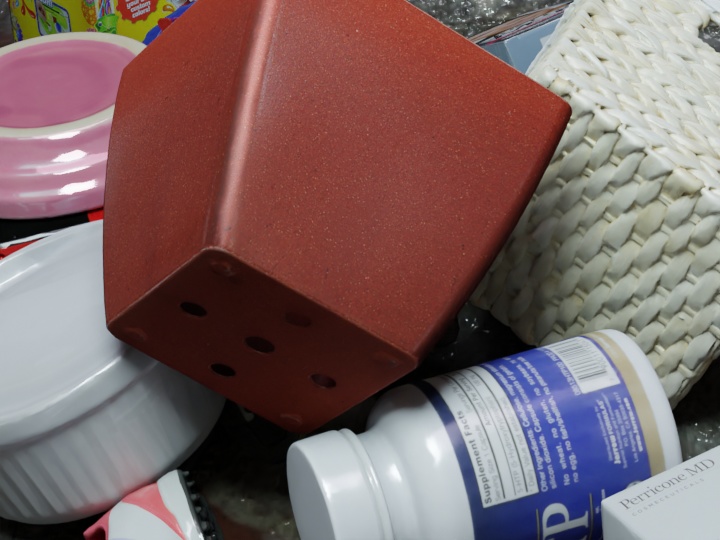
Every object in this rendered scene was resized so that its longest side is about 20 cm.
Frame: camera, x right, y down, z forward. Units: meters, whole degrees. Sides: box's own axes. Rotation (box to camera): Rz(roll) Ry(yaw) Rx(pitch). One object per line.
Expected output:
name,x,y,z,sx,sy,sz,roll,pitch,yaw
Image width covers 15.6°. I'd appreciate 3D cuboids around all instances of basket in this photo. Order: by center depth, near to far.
basket,0.166,-0.049,1.575,0.198,0.200,0.161,36,46,2

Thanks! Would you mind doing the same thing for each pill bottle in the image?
pill bottle,0.066,0.113,1.453,0.199,0.120,0.120,-15,33,-15

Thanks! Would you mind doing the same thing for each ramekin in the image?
ramekin,-0.168,0.063,1.547,0.201,0.095,0.203,-20,29,12

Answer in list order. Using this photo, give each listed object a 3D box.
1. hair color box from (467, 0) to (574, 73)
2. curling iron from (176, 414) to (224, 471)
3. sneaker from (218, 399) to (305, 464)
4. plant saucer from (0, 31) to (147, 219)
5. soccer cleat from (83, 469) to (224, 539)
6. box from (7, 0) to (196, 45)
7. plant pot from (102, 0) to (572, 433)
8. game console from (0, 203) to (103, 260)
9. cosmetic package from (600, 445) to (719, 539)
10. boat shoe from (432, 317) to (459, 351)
hair color box,0.119,-0.143,1.813,0.099,0.061,0.200,-24,6,-14
curling iron,-0.099,0.082,1.606,0.049,0.026,0.200,32,38,-8
sneaker,-0.046,0.034,1.630,0.077,0.089,0.201,-25,53,26
plant saucer,-0.204,-0.105,1.768,0.199,0.051,0.201,-5,32,3
soccer cleat,-0.103,0.188,1.421,0.073,0.068,0.200,-26,34,3
box,-0.153,-0.231,1.957,0.199,0.194,0.122,-27,38,-30
plant pot,-0.033,-0.031,1.437,0.199,0.200,0.177,30,56,-19
game console,-0.184,-0.067,1.778,0.176,0.031,0.200,-13,31,-8
cosmetic package,0.225,0.177,1.367,0.112,0.082,0.200,-23,38,-24
boat shoe,0.000,0.000,1.692,0.059,0.072,0.200,4,20,-26
